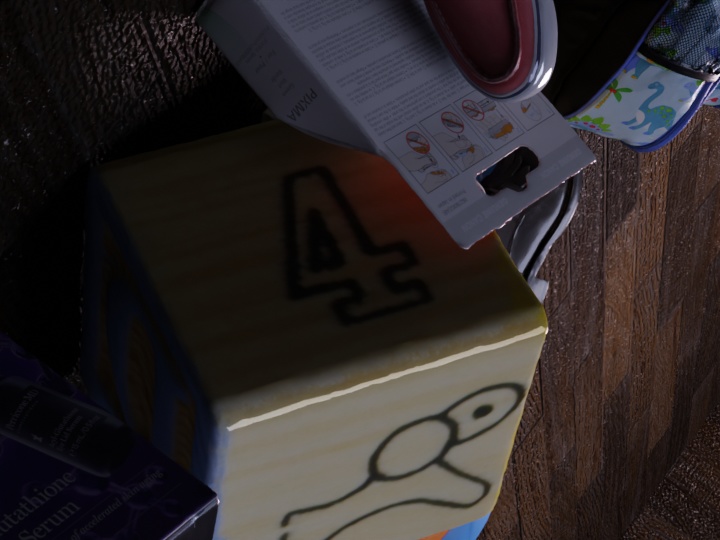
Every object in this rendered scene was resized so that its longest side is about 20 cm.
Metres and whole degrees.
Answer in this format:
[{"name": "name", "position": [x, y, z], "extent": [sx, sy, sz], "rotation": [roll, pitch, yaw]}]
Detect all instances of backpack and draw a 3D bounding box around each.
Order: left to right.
[{"name": "backpack", "position": [0.201, -0.184, 1.302], "extent": [0.146, 0.184, 0.200], "rotation": [16, 129, -27]}]

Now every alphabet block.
[{"name": "alphabet block", "position": [-0.035, 0.045, 1.115], "extent": [0.199, 0.197, 0.196], "rotation": [-15, 144, -22]}]

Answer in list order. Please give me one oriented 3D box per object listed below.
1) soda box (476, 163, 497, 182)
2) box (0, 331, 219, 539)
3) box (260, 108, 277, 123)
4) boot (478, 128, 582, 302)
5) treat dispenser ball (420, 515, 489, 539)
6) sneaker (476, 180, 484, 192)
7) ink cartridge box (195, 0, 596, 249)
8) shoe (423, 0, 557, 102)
[{"name": "soda box", "position": [0.111, -0.095, 1.525], "extent": [0.201, 0.068, 0.064], "rotation": [-62, 159, 15]}, {"name": "box", "position": [-0.193, 0.126, 0.954], "extent": [0.148, 0.199, 0.105], "rotation": [-38, 154, -43]}, {"name": "box", "position": [0.022, -0.104, 1.285], "extent": [0.200, 0.077, 0.095], "rotation": [-42, 156, -34]}, {"name": "boot", "position": [0.064, -0.045, 1.412], "extent": [0.173, 0.069, 0.202], "rotation": [14, 89, -29]}, {"name": "treat dispenser ball", "position": [0.005, 0.139, 1.442], "extent": [0.201, 0.200, 0.201], "rotation": [-47, 159, -25]}, {"name": "sneaker", "position": [0.000, 0.000, 1.327], "extent": [0.200, 0.081, 0.075], "rotation": [-40, -163, 6]}, {"name": "ink cartridge box", "position": [0.024, -0.105, 1.110], "extent": [0.161, 0.200, 0.050], "rotation": [-33, 173, -48]}, {"name": "shoe", "position": [0.040, -0.186, 1.070], "extent": [0.071, 0.202, 0.091], "rotation": [-23, 172, 30]}]
